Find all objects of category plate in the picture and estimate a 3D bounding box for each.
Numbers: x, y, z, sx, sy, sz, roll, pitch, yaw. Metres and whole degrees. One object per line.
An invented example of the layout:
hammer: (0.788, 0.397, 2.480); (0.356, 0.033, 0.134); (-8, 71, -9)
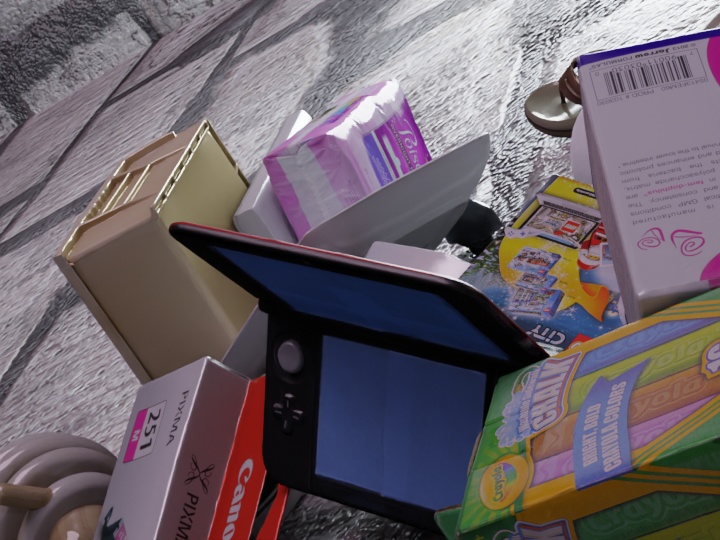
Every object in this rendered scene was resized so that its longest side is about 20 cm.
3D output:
plate: (0.000, 0.000, 1.229); (0.199, 0.032, 0.200); (-31, -16, -39)

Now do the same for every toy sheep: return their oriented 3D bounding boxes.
toy sheep: (-0.225, 0.177, 1.217); (0.138, 0.138, 0.200); (-39, 30, -15)

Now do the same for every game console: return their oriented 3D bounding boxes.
game console: (-0.001, 0.065, 0.911); (0.199, 0.174, 0.118); (12, 15, 35)

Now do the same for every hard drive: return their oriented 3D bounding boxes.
hard drive: (-0.042, -0.040, 1.435); (0.027, 0.132, 0.200); (-26, 20, 23)

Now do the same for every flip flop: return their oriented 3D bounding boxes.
flip flop: (0.205, -0.155, 1.409); (0.081, 0.058, 0.200); (-41, 19, -19)

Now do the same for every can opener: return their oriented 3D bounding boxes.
can opener: (0.097, -0.014, 1.227); (0.053, 0.067, 0.200); (-36, 11, -10)

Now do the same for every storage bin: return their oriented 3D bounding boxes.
storage bin: (-0.126, 0.006, 1.358); (0.093, 0.201, 0.199); (-26, 20, 21)

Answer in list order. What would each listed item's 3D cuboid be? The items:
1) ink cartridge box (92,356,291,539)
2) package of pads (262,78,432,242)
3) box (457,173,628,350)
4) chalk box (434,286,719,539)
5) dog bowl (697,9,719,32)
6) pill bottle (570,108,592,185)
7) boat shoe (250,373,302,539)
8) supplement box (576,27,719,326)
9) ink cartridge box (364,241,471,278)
ink cartridge box: (-0.109, 0.150, 1.073); (0.173, 0.043, 0.201); (-26, 43, 50)
package of pads: (-0.002, -0.076, 1.418); (0.075, 0.121, 0.200); (-18, 12, 23)
box: (0.154, 0.025, 0.946); (0.199, 0.038, 0.137); (21, 53, 36)
chalk box: (0.126, 0.111, 0.777); (0.199, 0.125, 0.124); (-26, 22, 28)
dog bowl: (0.327, -0.159, 1.182); (0.199, 0.074, 0.200); (-30, 19, 12)
pill bottle: (0.233, -0.082, 1.072); (0.199, 0.120, 0.120); (-8, 32, 51)
boat shoe: (-0.054, 0.107, 1.199); (0.070, 0.064, 0.200); (-22, 22, 34)
supplement box: (0.180, -0.026, 0.886); (0.100, 0.104, 0.201); (-10, 40, 6)
ink cartridge box: (0.045, 0.070, 1.027); (0.199, 0.047, 0.161); (9, 66, 53)
